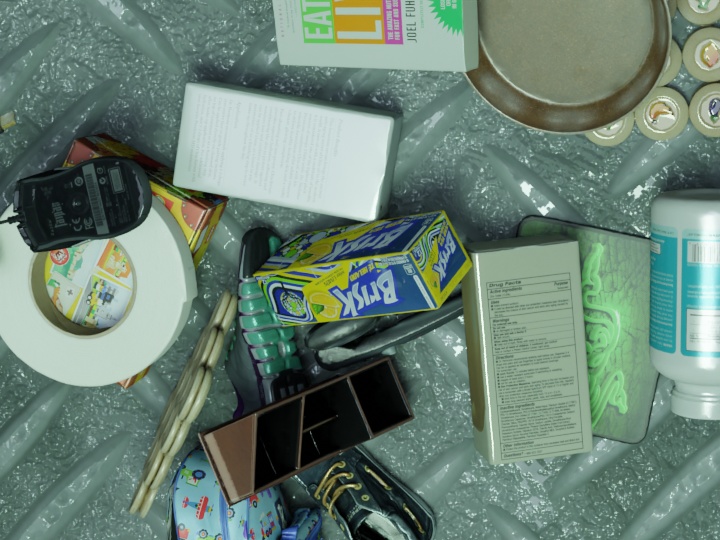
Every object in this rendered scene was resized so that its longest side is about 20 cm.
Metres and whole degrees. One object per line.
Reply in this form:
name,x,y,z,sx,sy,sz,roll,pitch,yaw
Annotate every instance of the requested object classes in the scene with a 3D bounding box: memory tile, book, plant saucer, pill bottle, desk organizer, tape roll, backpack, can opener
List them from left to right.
tape roll,-0.255,0.009,1.468,0.202,0.037,0.204,2,99,11
memory tile,-0.165,0.127,1.461,0.017,0.154,0.200,24,131,-9
backpack,-0.110,0.265,1.494,0.134,0.183,0.201,-6,95,11
desk organizer,-0.045,0.144,1.436,0.077,0.200,0.072,-26,86,40
book,0.012,-0.251,1.418,0.199,0.048,0.134,6,107,31
can opener,0.043,0.043,1.490,0.199,0.079,0.064,-20,104,0
plant saucer,0.180,-0.219,1.395,0.200,0.035,0.201,9,121,16
memory tile,0.294,-0.196,1.425,0.199,0.017,0.154,-6,99,11
pill bottle,0.317,0.030,1.411,0.110,0.111,0.201,1,100,10

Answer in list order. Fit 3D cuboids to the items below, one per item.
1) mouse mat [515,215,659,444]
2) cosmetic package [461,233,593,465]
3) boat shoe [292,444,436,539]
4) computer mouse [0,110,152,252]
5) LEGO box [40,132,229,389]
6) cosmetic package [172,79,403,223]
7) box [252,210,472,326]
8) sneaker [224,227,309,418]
mouse mat,0.212,0.057,1.489,0.160,0.008,0.201,12,102,8
cosmetic package,0.153,0.071,1.449,0.105,0.071,0.201,-5,98,-9
boat shoe,-0.014,0.211,1.511,0.200,0.091,0.071,35,104,3
computer mouse,-0.283,-0.083,1.421,0.199,0.046,0.141,-18,90,17
LEGO box,-0.241,-0.011,1.521,0.149,0.077,0.200,28,103,4
cosmetic package,-0.068,-0.115,1.475,0.199,0.071,0.102,11,101,8
box,0.000,0.000,1.431,0.200,0.070,0.064,-9,120,43
sneaker,-0.108,0.061,1.517,0.087,0.074,0.201,-10,85,40
